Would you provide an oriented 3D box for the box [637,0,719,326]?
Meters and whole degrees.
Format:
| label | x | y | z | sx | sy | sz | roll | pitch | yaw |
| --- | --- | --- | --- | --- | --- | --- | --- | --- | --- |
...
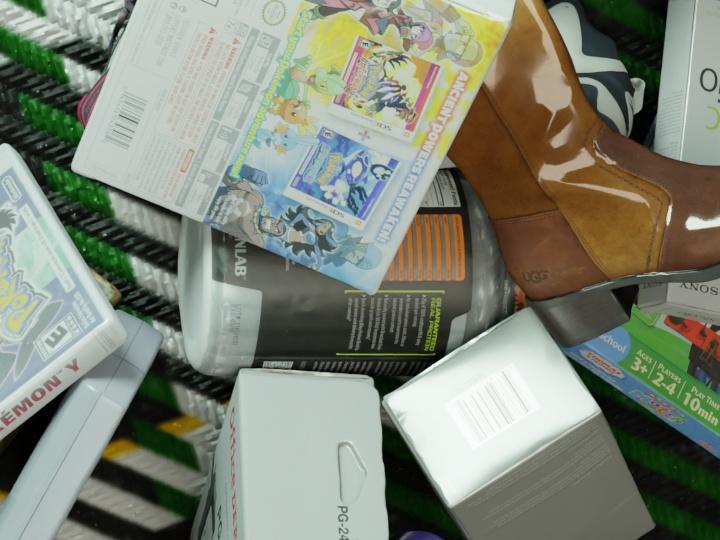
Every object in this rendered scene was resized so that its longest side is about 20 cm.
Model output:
| label | x | y | z | sx | sy | sz | roll | pitch | yaw |
| --- | --- | --- | --- | --- | --- | --- | --- | --- | --- |
| box | 0.239 | -0.063 | 1.751 | 0.144 | 0.036 | 0.201 | 12 | 79 | -25 |

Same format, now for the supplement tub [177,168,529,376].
| label | x | y | z | sx | sy | sz | roll | pitch | yaw |
| --- | --- | --- | --- | --- | --- | --- | --- | --- | --- |
| supplement tub | 0.000 | 0.000 | 1.724 | 0.199 | 0.123 | 0.123 | 1 | 106 | -12 |

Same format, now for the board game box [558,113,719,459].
| label | x | y | z | sx | sy | sz | roll | pitch | yaw |
| --- | --- | --- | --- | --- | --- | --- | --- | --- | --- |
| board game box | 0.215 | -0.005 | 1.772 | 0.151 | 0.037 | 0.201 | 33 | 69 | -19 |

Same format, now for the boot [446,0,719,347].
| label | x | y | z | sx | sy | sz | roll | pitch | yaw |
| --- | --- | --- | --- | --- | --- | --- | --- | --- | --- |
| boot | 0.133 | -0.082 | 1.622 | 0.188 | 0.069 | 0.201 | -26 | 106 | 23 |

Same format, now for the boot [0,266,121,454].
| label | x | y | z | sx | sy | sz | roll | pitch | yaw |
| --- | --- | --- | --- | --- | --- | --- | --- | --- | --- |
| boot | -0.229 | 0.081 | 1.683 | 0.066 | 0.175 | 0.200 | 39 | 98 | 3 |

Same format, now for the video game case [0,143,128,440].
| label | x | y | z | sx | sy | sz | roll | pitch | yaw |
| --- | --- | --- | --- | --- | --- | --- | --- | --- | --- |
| video game case | -0.232 | 0.036 | 1.646 | 0.182 | 0.200 | 0.023 | -38 | 129 | 1 |

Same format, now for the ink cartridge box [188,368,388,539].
| label | x | y | z | sx | sy | sz | roll | pitch | yaw |
| --- | --- | --- | --- | --- | --- | --- | --- | --- | --- |
| ink cartridge box | -0.047 | 0.172 | 1.709 | 0.083 | 0.146 | 0.201 | 5 | 137 | -11 |

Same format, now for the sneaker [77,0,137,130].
| label | x | y | z | sx | sy | sz | roll | pitch | yaw |
| --- | --- | --- | --- | --- | --- | --- | --- | --- | --- |
| sneaker | -0.095 | -0.152 | 1.689 | 0.081 | 0.074 | 0.201 | 34 | 84 | -51 |

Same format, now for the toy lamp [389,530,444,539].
| label | x | y | z | sx | sy | sz | roll | pitch | yaw |
| --- | --- | --- | --- | --- | --- | --- | --- | --- | --- |
| toy lamp | 0.042 | 0.187 | 1.750 | 0.058 | 0.200 | 0.059 | -3 | 76 | 12 |

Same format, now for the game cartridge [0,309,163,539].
| label | x | y | z | sx | sy | sz | roll | pitch | yaw |
| --- | --- | --- | --- | --- | --- | --- | --- | --- | --- |
| game cartridge | -0.157 | 0.089 | 1.678 | 0.041 | 0.200 | 0.134 | 25 | 98 | -3 |

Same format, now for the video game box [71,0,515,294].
| label | x | y | z | sx | sy | sz | roll | pitch | yaw |
| --- | --- | --- | --- | --- | --- | --- | --- | --- | --- |
| video game box | -0.037 | -0.101 | 1.581 | 0.181 | 0.047 | 0.200 | 24 | 128 | -4 |

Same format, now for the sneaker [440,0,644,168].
| label | x | y | z | sx | sy | sz | roll | pitch | yaw |
| --- | --- | --- | --- | --- | --- | --- | --- | --- | --- |
| sneaker | 0.074 | -0.114 | 1.737 | 0.198 | 0.130 | 0.080 | 12 | 118 | 24 |

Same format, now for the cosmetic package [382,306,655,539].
| label | x | y | z | sx | sy | sz | roll | pitch | yaw |
| --- | --- | --- | --- | --- | --- | --- | --- | --- | --- |
| cosmetic package | 0.095 | 0.115 | 1.744 | 0.107 | 0.090 | 0.200 | -32 | 154 | -3 |
